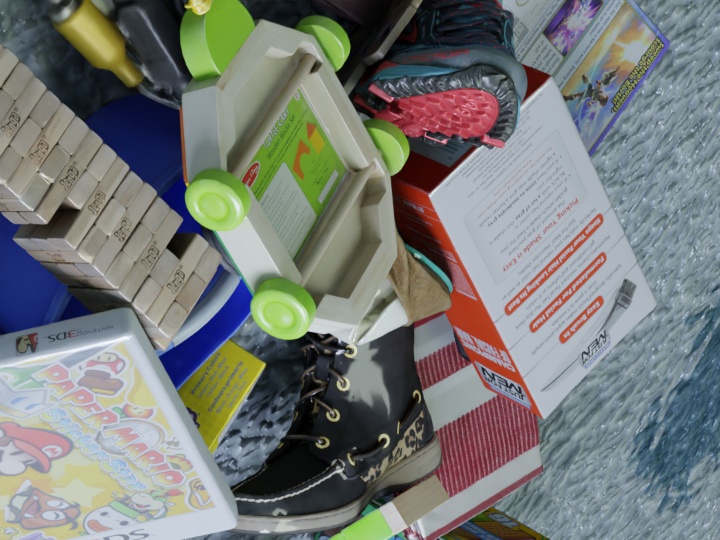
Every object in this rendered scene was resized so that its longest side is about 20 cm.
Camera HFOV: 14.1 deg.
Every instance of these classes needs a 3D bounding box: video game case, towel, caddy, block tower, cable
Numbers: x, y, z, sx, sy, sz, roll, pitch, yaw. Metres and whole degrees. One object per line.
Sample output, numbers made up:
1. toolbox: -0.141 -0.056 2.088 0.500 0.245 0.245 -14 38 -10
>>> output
1. video game case: -0.176 0.098 1.517 0.200 0.181 0.023 67 12 -53
2. towel: 0.062 0.063 1.908 0.144 0.023 0.201 -26 113 -45
3. caddy: -0.118 0.001 1.562 0.200 0.105 0.142 -46 147 -26
4. block tower: -0.153 -0.043 1.435 0.200 0.054 0.058 43 66 -28
5. cable: -0.092 -0.094 1.507 0.097 0.050 0.200 -50 120 -43
6. video game case: 0.079 -0.115 1.781 0.200 0.045 0.181 -54 132 -7

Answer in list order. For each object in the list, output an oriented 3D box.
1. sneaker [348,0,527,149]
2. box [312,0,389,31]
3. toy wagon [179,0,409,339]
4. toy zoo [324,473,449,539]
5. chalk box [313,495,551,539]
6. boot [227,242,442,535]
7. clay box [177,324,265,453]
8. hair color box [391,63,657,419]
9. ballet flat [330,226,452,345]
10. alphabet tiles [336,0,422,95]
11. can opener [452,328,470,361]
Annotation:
1. sneaker: 0.046 -0.125 1.605 0.079 0.200 0.096 22 87 -16
2. box: -0.038 -0.211 1.548 0.100 0.075 0.200 -62 149 0
3. toy wagon: -0.044 -0.067 1.491 0.200 0.039 0.155 59 37 -25
4. toy zoo: -0.043 0.194 1.816 0.200 0.021 0.131 -33 175 13
5. chalk box: 0.037 0.224 1.967 0.200 0.124 0.125 5 109 -58
6. boot: -0.022 0.071 1.761 0.200 0.073 0.151 -19 109 -50
7. clay box: -0.129 0.130 1.666 0.200 0.048 0.115 -56 180 -10
8. hair color box: 0.095 -0.020 1.765 0.111 0.064 0.200 -44 130 -18
9. ballet flat: 0.000 0.000 1.662 0.073 0.068 0.200 -60 159 -12
10. alphabet tiles: 0.009 -0.136 1.643 0.200 0.008 0.167 -56 -171 -11
11. can opener: 0.107 -0.037 1.877 0.079 0.063 0.201 4 94 -64
